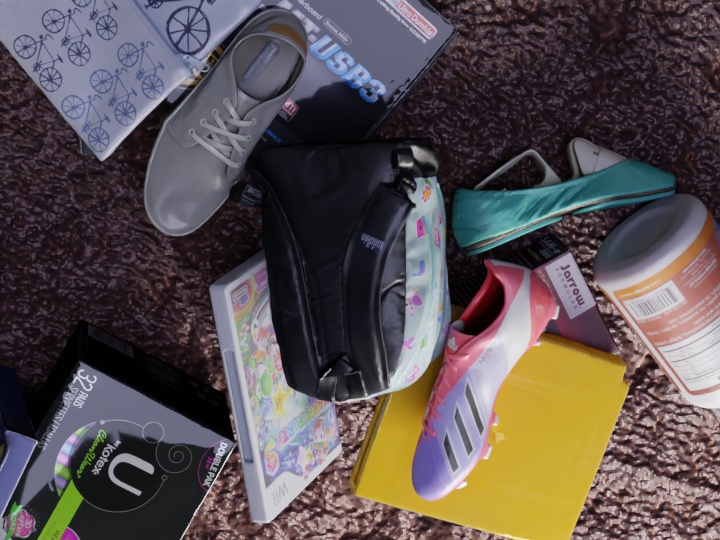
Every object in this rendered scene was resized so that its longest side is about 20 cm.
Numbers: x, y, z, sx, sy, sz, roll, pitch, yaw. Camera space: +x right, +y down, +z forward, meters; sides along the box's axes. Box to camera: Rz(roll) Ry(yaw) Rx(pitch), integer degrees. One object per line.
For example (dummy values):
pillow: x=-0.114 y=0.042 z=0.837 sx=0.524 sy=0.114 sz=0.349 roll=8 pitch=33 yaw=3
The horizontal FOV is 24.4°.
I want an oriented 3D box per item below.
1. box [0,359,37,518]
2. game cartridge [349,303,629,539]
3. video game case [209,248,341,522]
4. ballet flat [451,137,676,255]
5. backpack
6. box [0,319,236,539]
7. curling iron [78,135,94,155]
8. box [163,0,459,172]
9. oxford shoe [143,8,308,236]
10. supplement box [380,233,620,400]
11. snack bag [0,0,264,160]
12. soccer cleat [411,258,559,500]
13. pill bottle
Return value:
box: x=-0.298 y=0.156 z=1.306 sx=0.032 sy=0.200 sz=0.122 roll=23 pitch=99 yaw=-22
game cartridge: x=0.110 y=0.130 z=1.397 sx=0.198 sy=0.032 sz=0.178 roll=17 pitch=101 yaw=-16
video game case: x=-0.066 y=0.084 z=1.367 sx=0.018 sy=0.143 sz=0.202 roll=-1 pitch=108 yaw=26
ballet flat: x=0.169 y=-0.072 z=1.398 sx=0.198 sy=0.067 sz=0.071 roll=-17 pitch=93 yaw=-7
backpack: x=0.000 y=0.000 z=1.295 sx=0.166 sy=0.126 sz=0.202 roll=0 pitch=97 yaw=34
box: x=-0.215 y=0.172 z=1.367 sx=0.148 sy=0.124 sz=0.201 roll=28 pitch=98 yaw=-14
curling iron: x=-0.207 y=-0.190 z=1.321 sx=0.049 sy=0.026 sz=0.202 roll=8 pitch=103 yaw=-5
box: x=-0.057 y=-0.183 z=1.339 sx=0.200 sy=0.050 sz=0.199 roll=40 pitch=96 yaw=-17
oxford shoe: x=-0.106 y=-0.113 z=1.296 sx=0.075 sy=0.058 sz=0.201 roll=31 pitch=101 yaw=-18
supplement box: x=0.108 y=0.067 z=1.425 sx=0.199 sy=0.061 sz=0.109 roll=-30 pitch=107 yaw=-1
snack bag: x=-0.185 y=-0.218 z=1.277 sx=0.200 sy=0.021 sz=0.189 roll=-40 pitch=85 yaw=10
soccer cleat: x=0.083 y=0.085 z=1.325 sx=0.076 sy=0.067 sz=0.201 roll=27 pitch=94 yaw=-34
pill bottle: x=0.295 y=0.042 z=1.423 sx=0.112 sy=0.112 sz=0.200 roll=-39 pitch=108 yaw=2
